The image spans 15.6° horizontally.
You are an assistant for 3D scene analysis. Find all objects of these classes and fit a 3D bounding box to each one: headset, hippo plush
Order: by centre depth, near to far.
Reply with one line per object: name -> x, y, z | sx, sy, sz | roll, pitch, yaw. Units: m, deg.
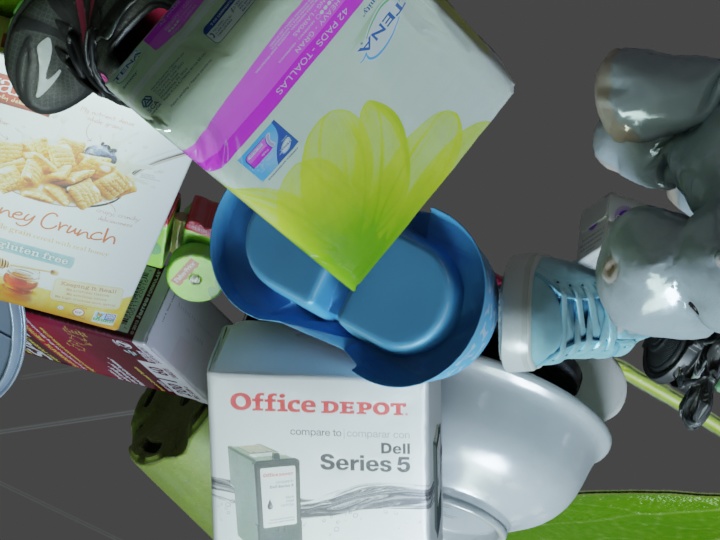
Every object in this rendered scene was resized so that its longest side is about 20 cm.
hippo plush -> 0.213, -0.026, 1.444 | 0.199, 0.162, 0.159 | -2, 154, 27
headset -> 0.239, 0.072, 1.722 | 0.123, 0.094, 0.200 | 24, 174, 12

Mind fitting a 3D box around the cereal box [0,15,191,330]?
cereal box -> -0.186, -0.056, 1.604 | 0.143, 0.040, 0.200 | 15, 134, -13

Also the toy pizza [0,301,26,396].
toy pizza -> -0.299, 0.002, 1.773 | 0.199, 0.032, 0.201 | 18, 126, 27

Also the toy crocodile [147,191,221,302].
toy crocodile -> -0.142, -0.030, 1.706 | 0.199, 0.068, 0.062 | 10, 126, 1

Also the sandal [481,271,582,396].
sandal -> 0.077, 0.018, 1.754 | 0.200, 0.045, 0.075 | 38, 150, -16

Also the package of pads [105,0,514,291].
package of pads -> -0.020, -0.101, 1.388 | 0.068, 0.155, 0.200 | 39, 179, 41

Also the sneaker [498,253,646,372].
sneaker -> 0.143, 0.022, 1.651 | 0.081, 0.074, 0.200 | -2, -174, 20

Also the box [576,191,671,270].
box -> 0.233, 0.002, 1.659 | 0.199, 0.039, 0.041 | 18, 154, -18

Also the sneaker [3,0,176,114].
sneaker -> -0.136, -0.127, 1.441 | 0.077, 0.084, 0.200 | 29, 147, -29

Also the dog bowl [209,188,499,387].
dog bowl -> 0.000, 0.000, 1.621 | 0.199, 0.112, 0.050 | 27, -177, 27

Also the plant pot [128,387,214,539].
plant pot -> -0.064, 0.139, 1.946 | 0.190, 0.201, 0.200 | 38, 146, -27

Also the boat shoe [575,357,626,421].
boat shoe -> 0.085, 0.064, 1.832 | 0.199, 0.072, 0.069 | 10, 172, -8

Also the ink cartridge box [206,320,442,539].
ink cartridge box -> -0.021, 0.141, 1.699 | 0.145, 0.084, 0.201 | 1, 111, 7

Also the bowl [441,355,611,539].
bowl -> 0.066, 0.131, 1.797 | 0.200, 0.091, 0.201 | 15, 159, 6

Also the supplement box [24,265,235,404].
supplement box -> -0.195, 0.025, 1.807 | 0.199, 0.061, 0.109 | 14, 161, 30

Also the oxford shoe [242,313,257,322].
oxford shoe -> -0.061, 0.060, 1.780 | 0.071, 0.073, 0.201 | 24, 135, 16
